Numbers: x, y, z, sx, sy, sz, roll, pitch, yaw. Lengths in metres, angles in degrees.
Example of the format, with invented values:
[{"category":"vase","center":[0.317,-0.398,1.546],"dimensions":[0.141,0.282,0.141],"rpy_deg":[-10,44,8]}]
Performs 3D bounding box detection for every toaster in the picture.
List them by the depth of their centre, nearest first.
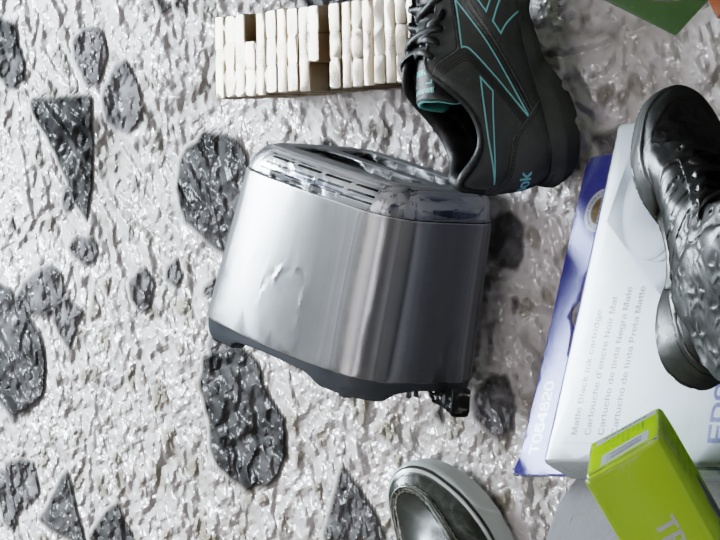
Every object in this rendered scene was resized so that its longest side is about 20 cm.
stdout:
[{"category":"toaster","center":[0.000,0.000,1.805],"dimensions":[0.200,0.113,0.130],"rpy_deg":[22,106,48]}]

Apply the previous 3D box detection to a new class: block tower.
[{"category":"block tower","center":[-0.007,-0.137,1.848],"dimensions":[0.199,0.054,0.058],"rpy_deg":[1,94,48]}]

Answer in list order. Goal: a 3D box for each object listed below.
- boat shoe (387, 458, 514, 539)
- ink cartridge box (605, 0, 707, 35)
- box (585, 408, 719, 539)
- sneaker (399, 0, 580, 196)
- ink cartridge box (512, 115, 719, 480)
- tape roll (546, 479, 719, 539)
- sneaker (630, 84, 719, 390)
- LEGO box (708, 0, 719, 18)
[{"category":"boat shoe","center":[0.061,0.195,1.781],"dimensions":[0.071,0.063,0.200],"rpy_deg":[-54,54,35]},{"category":"ink cartridge box","center":[0.190,-0.221,1.542],"dimensions":[0.200,0.104,0.059],"rpy_deg":[-47,58,18]},{"category":"box","center":[0.178,0.171,1.487],"dimensions":[0.048,0.122,0.201],"rpy_deg":[-29,91,7]},{"category":"sneaker","center":[0.060,-0.137,1.726],"dimensions":[0.075,0.079,0.201],"rpy_deg":[-33,76,65]},{"category":"ink cartridge box","center":[0.162,0.015,1.624],"dimensions":[0.199,0.041,0.201],"rpy_deg":[-5,66,48]},{"category":"tape roll","center":[0.186,0.190,1.639],"dimensions":[0.200,0.066,0.202],"rpy_deg":[2,93,48]},{"category":"sneaker","center":[0.188,-0.018,1.511],"dimensions":[0.104,0.060,0.201],"rpy_deg":[134,139,-57]},{"category":"LEGO box","center":[0.271,-0.204,1.459],"dimensions":[0.200,0.148,0.077],"rpy_deg":[-40,64,42]}]
